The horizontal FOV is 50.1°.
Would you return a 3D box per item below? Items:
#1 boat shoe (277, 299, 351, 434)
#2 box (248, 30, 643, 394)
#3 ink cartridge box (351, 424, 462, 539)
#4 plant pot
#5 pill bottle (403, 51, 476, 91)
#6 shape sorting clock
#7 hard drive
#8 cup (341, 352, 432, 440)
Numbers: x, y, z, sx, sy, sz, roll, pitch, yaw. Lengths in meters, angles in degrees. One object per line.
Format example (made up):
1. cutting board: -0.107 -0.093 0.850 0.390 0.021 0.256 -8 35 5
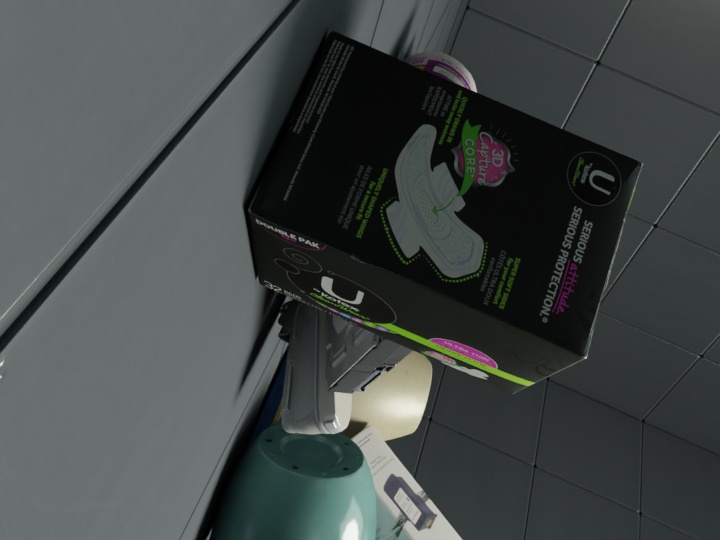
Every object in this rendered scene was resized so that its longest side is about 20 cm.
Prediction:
1. boat shoe: -0.046 0.056 0.726 0.072 0.067 0.205 55 29 -63
2. box: 0.045 -0.025 0.486 0.149 0.196 0.126 105 8 -73
3. ink cartridge box: 0.018 0.331 0.994 0.145 0.201 0.084 -49 164 31
4. plant pot: -0.069 0.274 0.875 0.201 0.196 0.165 -60 163 -76
5. pill bottle: 0.060 -0.149 0.863 0.113 0.110 0.202 111 2 -47
6. shape sorting clock: -0.105 0.188 1.027 0.200 0.038 0.204 23 89 -88
7. hard drive: 0.006 -0.015 0.641 0.140 0.037 0.205 130 -37 -60
8. cup: 0.021 0.159 1.090 0.200 0.140 0.205 -164 -90 -87
